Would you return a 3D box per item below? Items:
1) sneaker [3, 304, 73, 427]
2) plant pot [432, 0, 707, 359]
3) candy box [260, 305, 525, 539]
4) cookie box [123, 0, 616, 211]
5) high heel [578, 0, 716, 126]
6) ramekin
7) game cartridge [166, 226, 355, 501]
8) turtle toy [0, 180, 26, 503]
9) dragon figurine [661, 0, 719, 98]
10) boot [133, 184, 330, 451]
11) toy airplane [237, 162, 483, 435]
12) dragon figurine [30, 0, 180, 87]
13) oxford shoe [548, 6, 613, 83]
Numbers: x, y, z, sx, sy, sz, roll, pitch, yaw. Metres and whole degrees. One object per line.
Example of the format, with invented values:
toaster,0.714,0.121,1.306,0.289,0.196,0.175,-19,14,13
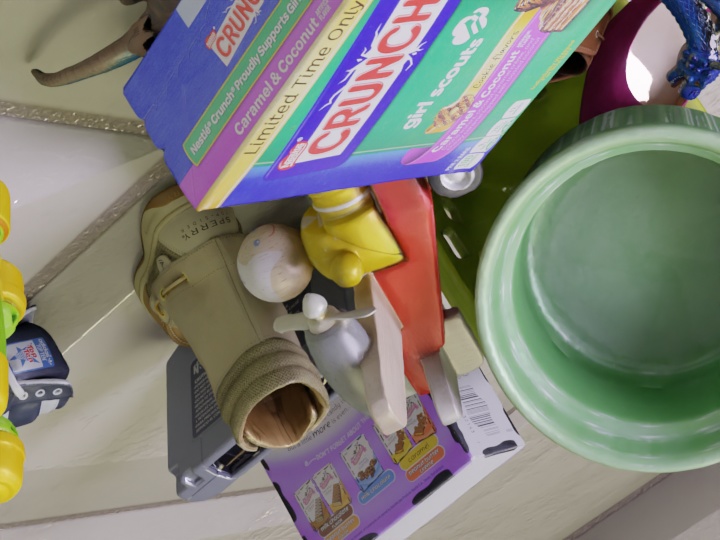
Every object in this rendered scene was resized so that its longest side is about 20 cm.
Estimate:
sneaker,-0.238,0.060,1.052,0.108,0.071,0.200,-26,166,-2
plant pot,0.152,-0.045,1.173,0.198,0.201,0.181,-35,169,14
candy box,-0.004,0.087,1.260,0.071,0.201,0.168,-8,152,-51
cookie box,0.018,-0.116,0.798,0.199,0.076,0.171,-10,149,-48
high heel,0.194,-0.135,1.013,0.067,0.096,0.201,30,94,-24
ramekin,0.167,0.003,1.004,0.199,0.200,0.098,-36,-169,19
game cartridge,-0.063,0.053,1.199,0.041,0.134,0.200,22,132,-35
turtle toy,-0.227,0.023,0.898,0.100,0.147,0.201,-4,143,-6
dragon figurine,0.179,-0.187,0.923,0.059,0.099,0.201,-43,152,-40
boot,-0.080,0.047,1.115,0.072,0.156,0.200,-23,160,-16
toy airplane,0.000,0.000,1.018,0.139,0.201,0.200,-6,171,-1
dragon figurine,-0.065,-0.134,0.826,0.099,0.059,0.200,-4,148,-51
oxford shoe,0.118,-0.149,1.007,0.200,0.071,0.071,-40,168,-25
